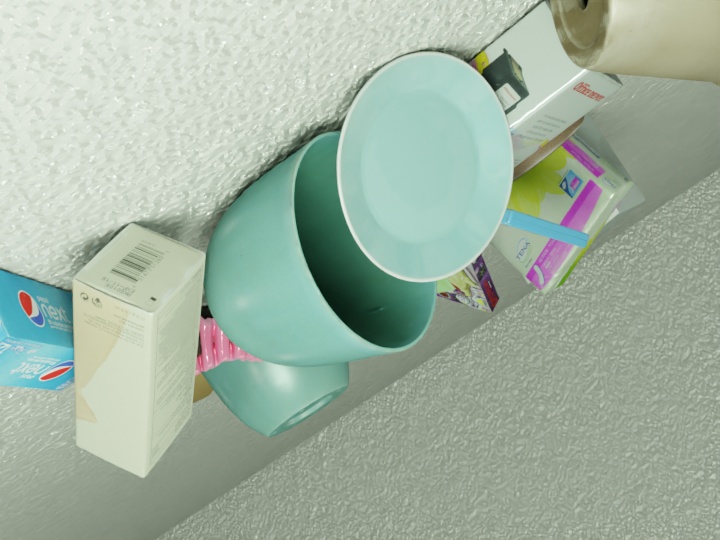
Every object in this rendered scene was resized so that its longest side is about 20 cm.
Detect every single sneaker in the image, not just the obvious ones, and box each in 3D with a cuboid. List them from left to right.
[{"bbox_3d":[-0.177,0.069,1.093,0.196,0.081,0.095,-1,-167,-25],"label":"sneaker"}]

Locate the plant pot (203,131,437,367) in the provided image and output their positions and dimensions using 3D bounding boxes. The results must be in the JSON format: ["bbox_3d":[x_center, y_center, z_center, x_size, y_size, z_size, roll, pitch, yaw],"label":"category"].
[{"bbox_3d":[-0.049,-0.003,0.889,0.159,0.204,0.199,-22,175,36],"label":"plant pot"}]

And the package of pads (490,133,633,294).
[{"bbox_3d":[0.249,-0.089,1.289,0.068,0.155,0.202,-24,151,-42],"label":"package of pads"}]

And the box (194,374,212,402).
[{"bbox_3d":[-0.266,0.173,1.428,0.162,0.021,0.200,-23,165,-36],"label":"box"}]

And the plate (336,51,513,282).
[{"bbox_3d":[0.057,-0.092,0.861,0.198,0.204,0.025,-25,-159,-28],"label":"plate"}]

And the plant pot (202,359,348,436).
[{"bbox_3d":[-0.108,0.115,1.251,0.199,0.162,0.201,-30,168,-7],"label":"plant pot"}]

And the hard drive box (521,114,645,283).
[{"bbox_3d":[0.279,-0.103,1.365,0.076,0.157,0.200,-20,163,-41],"label":"hard drive box"}]

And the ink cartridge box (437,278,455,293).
[{"bbox_3d":[0.000,0.000,1.101,0.196,0.060,0.104,-12,157,17],"label":"ink cartridge box"}]

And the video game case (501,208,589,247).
[{"bbox_3d":[0.140,-0.066,1.087,0.142,0.199,0.018,13,95,-42],"label":"video game case"}]

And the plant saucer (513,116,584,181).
[{"bbox_3d":[0.192,-0.142,1.146,0.199,0.035,0.200,-37,-174,5],"label":"plant saucer"}]

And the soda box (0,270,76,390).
[{"bbox_3d":[-0.284,0.053,0.804,0.064,0.069,0.200,-31,168,1],"label":"soda box"}]

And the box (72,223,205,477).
[{"bbox_3d":[-0.195,0.073,0.840,0.095,0.077,0.202,-56,163,-51],"label":"box"}]

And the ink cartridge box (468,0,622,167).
[{"bbox_3d":[0.149,-0.166,0.973,0.199,0.084,0.145,-37,166,24],"label":"ink cartridge box"}]

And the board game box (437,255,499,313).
[{"bbox_3d":[0.098,-0.018,1.202,0.033,0.119,0.201,-58,148,-17],"label":"board game box"}]

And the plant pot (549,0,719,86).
[{"bbox_3d":[0.253,-0.234,0.771,0.170,0.203,0.200,-13,164,-10],"label":"plant pot"}]
